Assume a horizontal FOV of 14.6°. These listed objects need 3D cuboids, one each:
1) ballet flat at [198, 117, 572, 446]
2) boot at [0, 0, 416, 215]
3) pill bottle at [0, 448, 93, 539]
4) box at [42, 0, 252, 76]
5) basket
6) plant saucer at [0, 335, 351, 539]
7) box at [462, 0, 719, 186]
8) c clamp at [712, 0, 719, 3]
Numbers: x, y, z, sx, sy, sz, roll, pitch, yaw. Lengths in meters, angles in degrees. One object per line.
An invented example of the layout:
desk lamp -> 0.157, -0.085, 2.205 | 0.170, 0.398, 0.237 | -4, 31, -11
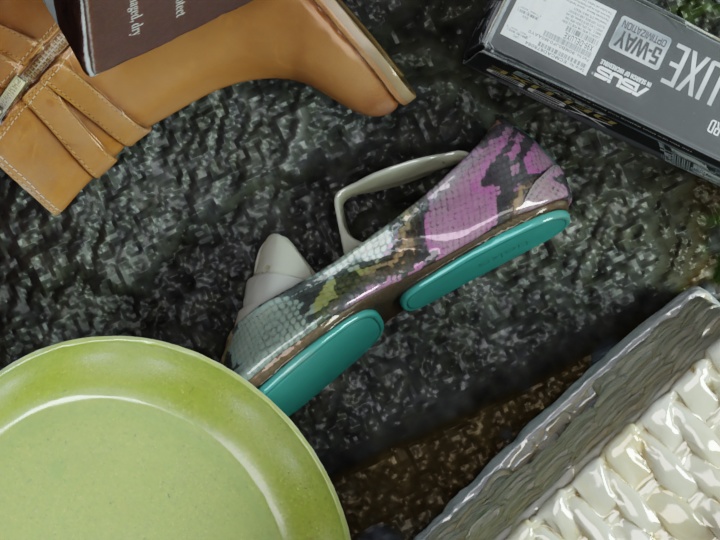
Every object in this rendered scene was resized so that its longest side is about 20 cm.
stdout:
ballet flat -> 0.000, 0.000, 1.264 | 0.200, 0.069, 0.071 | -34, 74, -4
boot -> -0.090, -0.086, 1.252 | 0.200, 0.074, 0.155 | 36, 90, 10
pill bottle -> -0.204, 0.159, 1.238 | 0.109, 0.109, 0.200 | 43, 91, -2
box -> -0.069, -0.219, 1.158 | 0.200, 0.164, 0.166 | -28, 69, -14
basket -> 0.150, 0.144, 1.219 | 0.198, 0.161, 0.200 | -43, 94, 0
plant saucer -> -0.096, 0.127, 1.174 | 0.200, 0.031, 0.200 | 11, 67, -26
box -> 0.145, -0.071, 1.212 | 0.200, 0.158, 0.050 | 25, 91, -3
c clamp -> 0.285, -0.137, 1.281 | 0.200, 0.027, 0.171 | 34, 86, 0
